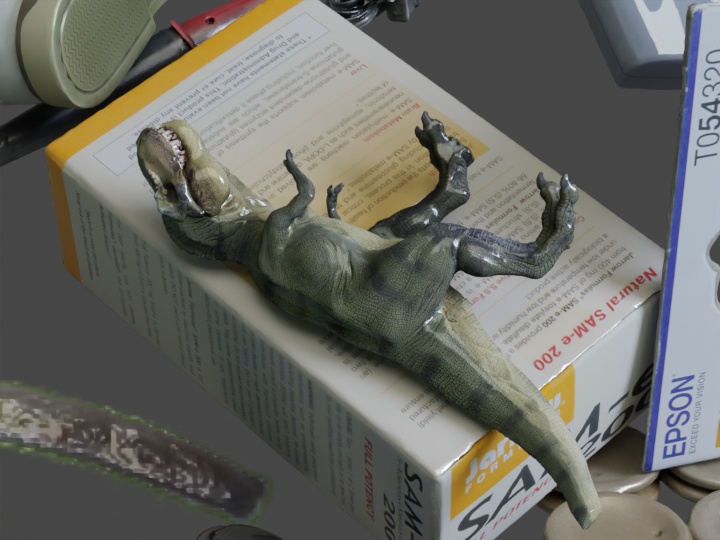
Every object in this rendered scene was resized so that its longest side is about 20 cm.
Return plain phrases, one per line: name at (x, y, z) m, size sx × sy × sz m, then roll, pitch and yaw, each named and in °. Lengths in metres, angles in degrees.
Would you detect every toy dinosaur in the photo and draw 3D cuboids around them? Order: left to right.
toy dinosaur at (0.021, -0.002, 0.734) m, size 0.200 × 0.047 × 0.088 m, roll 35°, pitch 74°, yaw 24°

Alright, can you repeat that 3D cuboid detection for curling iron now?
curling iron at (-0.060, -0.088, 0.891) m, size 0.200 × 0.026 × 0.050 m, roll -24°, pitch 31°, yaw -16°

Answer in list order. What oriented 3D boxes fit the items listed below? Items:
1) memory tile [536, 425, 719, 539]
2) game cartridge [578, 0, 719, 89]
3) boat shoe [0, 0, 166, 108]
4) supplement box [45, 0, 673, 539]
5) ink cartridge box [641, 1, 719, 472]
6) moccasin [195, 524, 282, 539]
memory tile at (0.141, 0.105, 0.758) m, size 0.153 × 0.017 × 0.200 m, roll -3°, pitch 28°, yaw -6°
game cartridge at (0.181, -0.151, 0.954) m, size 0.200 × 0.040 × 0.133 m, roll -19°, pitch 78°, yaw -14°
boat shoe at (-0.099, -0.135, 0.888) m, size 0.068 × 0.075 × 0.200 m, roll 5°, pitch 36°, yaw 25°
supplement box at (0.000, 0.000, 0.808) m, size 0.126 × 0.074 × 0.200 m, roll -36°, pitch 59°, yaw -26°
ink cartridge box at (0.190, -0.030, 0.776) m, size 0.200 × 0.197 × 0.043 m, roll -8°, pitch 39°, yaw -11°
moccasin at (0.025, 0.152, 0.742) m, size 0.201 × 0.074 × 0.078 m, roll 19°, pitch 99°, yaw 6°
